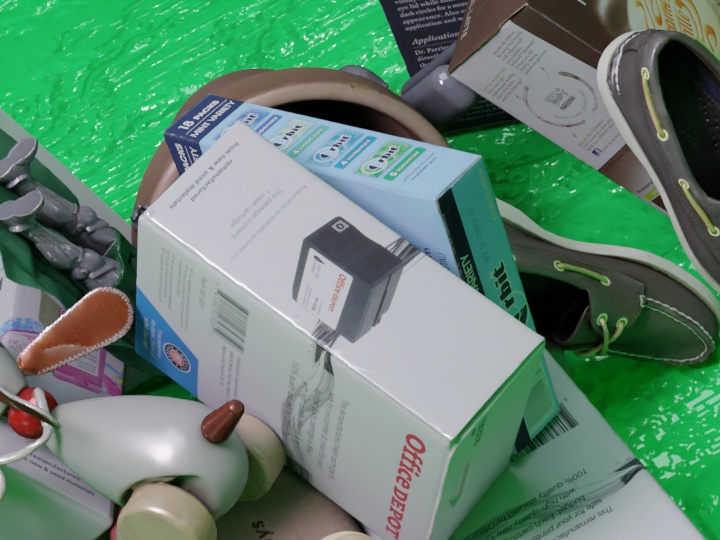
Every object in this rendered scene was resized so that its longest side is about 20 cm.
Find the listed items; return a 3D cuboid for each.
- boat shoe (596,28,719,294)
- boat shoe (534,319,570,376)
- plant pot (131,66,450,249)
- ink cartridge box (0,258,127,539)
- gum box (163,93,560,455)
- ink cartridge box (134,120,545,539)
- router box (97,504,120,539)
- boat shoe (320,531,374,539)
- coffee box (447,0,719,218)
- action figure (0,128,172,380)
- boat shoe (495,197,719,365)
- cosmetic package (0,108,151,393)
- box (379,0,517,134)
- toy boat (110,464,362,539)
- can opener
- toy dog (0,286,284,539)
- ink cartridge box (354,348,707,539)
[{"bbox_3d":[0.207,-0.048,1.649,0.072,0.201,0.061,-40,11,-15],"label":"boat shoe"},{"bbox_3d":[0.019,0.062,1.707,0.200,0.074,0.060,-17,44,3],"label":"boat shoe"},{"bbox_3d":[-0.046,-0.044,1.776,0.200,0.200,0.175,-25,25,-3],"label":"plant pot"},{"bbox_3d":[-0.202,0.085,1.647,0.145,0.085,0.200,-42,29,33],"label":"ink cartridge box"},{"bbox_3d":[0.000,0.000,1.590,0.200,0.170,0.045,14,45,40],"label":"gum box"},{"bbox_3d":[-0.015,0.039,1.518,0.200,0.145,0.084,36,62,15],"label":"ink cartridge box"},{"bbox_3d":[-0.163,0.176,1.685,0.157,0.052,0.200,-7,45,17],"label":"router box"},{"bbox_3d":[0.031,0.221,1.464,0.072,0.200,0.065,-20,-2,-29],"label":"boat shoe"},{"bbox_3d":[0.162,-0.121,1.732,0.080,0.200,0.114,-40,26,44],"label":"coffee box"},{"bbox_3d":[-0.131,0.005,1.621,0.055,0.200,0.118,-27,47,20],"label":"action figure"},{"bbox_3d":[0.115,0.016,1.653,0.072,0.200,0.060,-50,27,41],"label":"boat shoe"},{"bbox_3d":[-0.182,-0.008,1.757,0.082,0.200,0.051,-30,40,20],"label":"cosmetic package"},{"bbox_3d":[0.069,-0.210,1.859,0.104,0.200,0.148,-10,44,15],"label":"box"},{"bbox_3d":[-0.054,0.200,1.566,0.130,0.131,0.200,-12,51,-24],"label":"toy boat"},{"bbox_3d":[0.025,-0.104,1.813,0.053,0.066,0.200,-54,12,-20],"label":"can opener"},{"bbox_3d":[-0.130,0.070,1.500,0.200,0.096,0.132,15,42,-8],"label":"toy dog"},{"bbox_3d":[0.091,0.154,1.577,0.146,0.083,0.200,-29,42,-7],"label":"ink cartridge box"}]
